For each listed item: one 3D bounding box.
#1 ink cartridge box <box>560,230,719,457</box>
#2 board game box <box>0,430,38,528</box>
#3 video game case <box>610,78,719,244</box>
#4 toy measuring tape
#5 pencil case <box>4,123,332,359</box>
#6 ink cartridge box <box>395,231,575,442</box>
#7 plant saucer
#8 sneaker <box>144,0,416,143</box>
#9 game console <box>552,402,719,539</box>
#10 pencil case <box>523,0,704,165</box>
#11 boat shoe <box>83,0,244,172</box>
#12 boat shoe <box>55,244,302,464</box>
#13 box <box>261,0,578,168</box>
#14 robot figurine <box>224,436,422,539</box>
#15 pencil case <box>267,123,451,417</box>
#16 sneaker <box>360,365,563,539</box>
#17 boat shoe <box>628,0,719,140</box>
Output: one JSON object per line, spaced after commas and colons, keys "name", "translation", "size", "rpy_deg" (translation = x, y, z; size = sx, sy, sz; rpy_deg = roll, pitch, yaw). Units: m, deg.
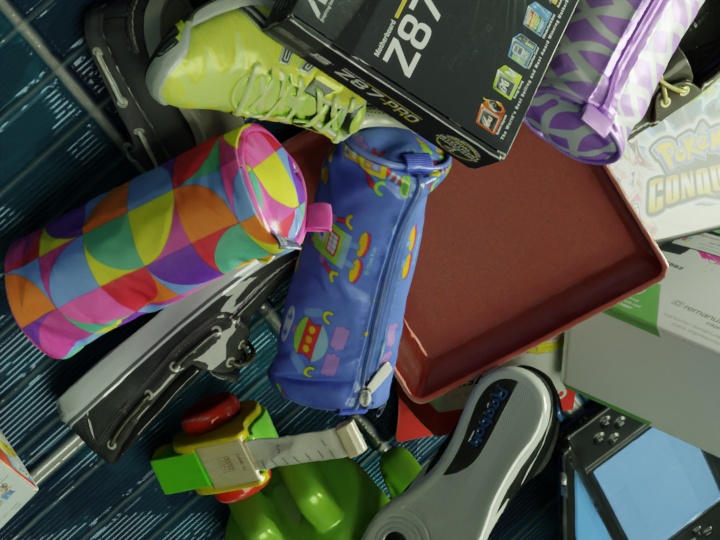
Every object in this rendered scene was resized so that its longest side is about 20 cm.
{"name": "ink cartridge box", "translation": [0.256, 0.032, 1.789], "size": [0.200, 0.144, 0.084], "rpy_deg": [-32, 134, -42]}
{"name": "board game box", "translation": [-0.310, 0.094, 1.561], "size": [0.105, 0.103, 0.200], "rpy_deg": [-44, 131, 1]}
{"name": "video game case", "translation": [0.211, -0.113, 1.745], "size": [0.199, 0.025, 0.182], "rpy_deg": [-13, 97, -24]}
{"name": "toy measuring tape", "translation": [-0.061, 0.110, 1.689], "size": [0.073, 0.199, 0.074], "rpy_deg": [16, 68, -45]}
{"name": "pencil case", "translation": [-0.122, -0.015, 1.568], "size": [0.199, 0.089, 0.088], "rpy_deg": [-22, 135, 24]}
{"name": "ink cartridge box", "translation": [0.093, 0.041, 1.790], "size": [0.115, 0.067, 0.201], "rpy_deg": [-10, 122, -25]}
{"name": "plant saucer", "translation": [0.069, -0.041, 1.667], "size": [0.199, 0.037, 0.201], "rpy_deg": [-28, 104, 19]}
{"name": "sneaker", "translation": [-0.034, -0.118, 1.535], "size": [0.199, 0.077, 0.076], "rpy_deg": [-6, 139, -33]}
{"name": "game console", "translation": [0.223, 0.199, 1.932], "size": [0.170, 0.118, 0.200], "rpy_deg": [-35, 130, -7]}
{"name": "pencil case", "translation": [0.171, -0.162, 1.588], "size": [0.084, 0.085, 0.201], "rpy_deg": [36, 72, -24]}
{"name": "boat shoe", "translation": [-0.118, -0.093, 1.605], "size": [0.062, 0.073, 0.201], "rpy_deg": [1, 136, 19]}
{"name": "boat shoe", "translation": [-0.104, 0.050, 1.663], "size": [0.200, 0.066, 0.070], "rpy_deg": [-39, 174, -2]}
{"name": "box", "translation": [0.054, -0.187, 1.530], "size": [0.161, 0.049, 0.201], "rpy_deg": [32, 73, -17]}
{"name": "robot figurine", "translation": [-0.017, 0.204, 1.793], "size": [0.175, 0.116, 0.200], "rpy_deg": [-38, 130, 2]}
{"name": "pencil case", "translation": [0.000, 0.000, 1.630], "size": [0.078, 0.087, 0.201], "rpy_deg": [-5, 120, -37]}
{"name": "sneaker", "translation": [0.074, 0.155, 1.736], "size": [0.200, 0.073, 0.112], "rpy_deg": [-54, 164, 8]}
{"name": "boat shoe", "translation": [0.200, -0.142, 1.691], "size": [0.201, 0.060, 0.072], "rpy_deg": [-41, 106, -18]}
